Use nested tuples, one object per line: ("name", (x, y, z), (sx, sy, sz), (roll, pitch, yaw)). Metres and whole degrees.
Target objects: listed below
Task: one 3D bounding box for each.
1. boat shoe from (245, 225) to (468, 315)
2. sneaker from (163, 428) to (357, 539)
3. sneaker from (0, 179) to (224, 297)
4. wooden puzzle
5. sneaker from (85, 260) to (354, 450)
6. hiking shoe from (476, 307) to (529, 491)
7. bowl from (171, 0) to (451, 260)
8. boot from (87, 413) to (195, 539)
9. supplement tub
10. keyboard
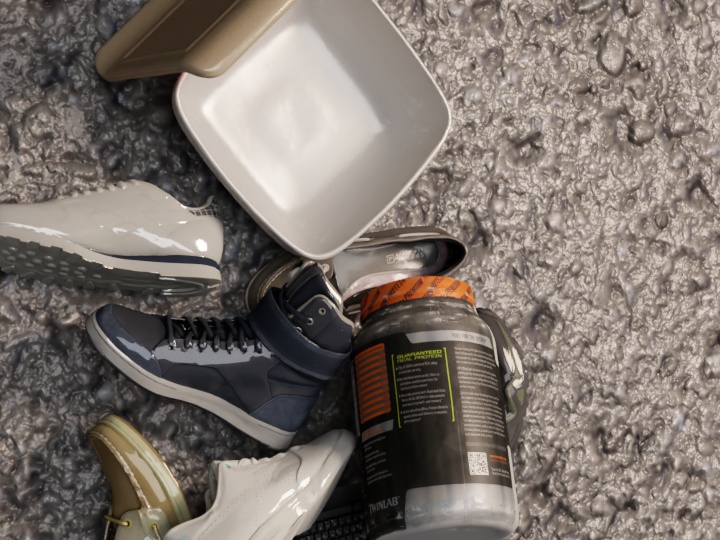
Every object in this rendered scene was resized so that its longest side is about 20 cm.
("boat shoe", (0.000, 0.000, 1.093), (0.198, 0.057, 0.068), (-15, 94, -24))
("sneaker", (-0.074, 0.168, 0.999), (0.088, 0.076, 0.200), (31, 34, 13))
("sneaker", (-0.202, -0.032, 1.006), (0.198, 0.076, 0.082), (9, 72, -27))
("wooden puzzle", (-0.100, -0.206, 0.986), (0.185, 0.199, 0.037), (-48, 120, -18))
("sneaker", (-0.099, 0.040, 1.007), (0.201, 0.077, 0.147), (28, 111, -28))
("hiking shoe", (0.086, 0.132, 1.116), (0.099, 0.075, 0.203), (3, 87, -27))
("bowl", (-0.046, -0.128, 1.070), (0.200, 0.074, 0.200), (-46, 105, -20))
("boot", (-0.198, 0.228, 0.985), (0.154, 0.072, 0.202), (-30, 104, -26))
("supplement tub", (0.055, 0.115, 1.031), (0.121, 0.122, 0.203), (5, 66, -23))
("keyboard", (-0.042, 0.248, 1.050), (0.198, 0.020, 0.129), (-5, 89, -43))
